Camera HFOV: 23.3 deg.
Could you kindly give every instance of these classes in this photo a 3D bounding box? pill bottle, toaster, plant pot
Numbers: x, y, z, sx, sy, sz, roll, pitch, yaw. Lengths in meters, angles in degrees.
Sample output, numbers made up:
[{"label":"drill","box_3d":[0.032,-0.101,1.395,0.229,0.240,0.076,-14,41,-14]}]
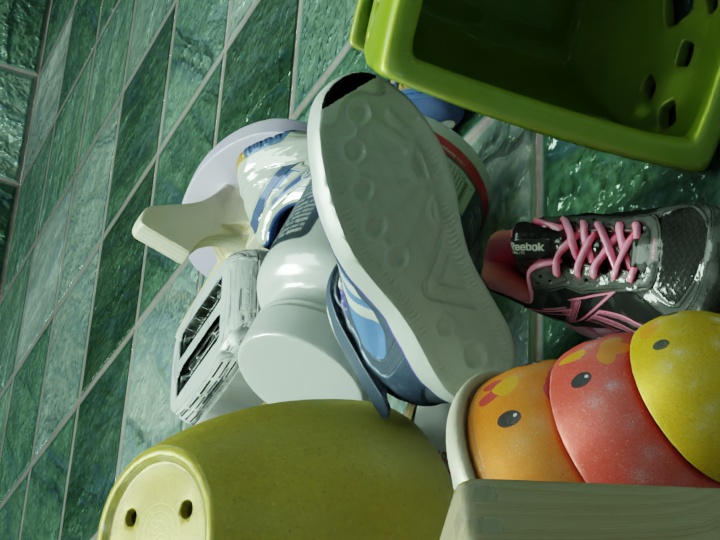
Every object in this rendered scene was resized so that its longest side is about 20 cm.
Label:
[{"label":"pill bottle","box_3d":[0.000,0.000,1.152,0.120,0.119,0.200,-47,11,53]},{"label":"toaster","box_3d":[-0.068,0.067,1.367,0.200,0.129,0.114,129,150,-49]},{"label":"plant pot","box_3d":[-0.062,0.161,0.978,0.200,0.142,0.201,-17,65,42]},{"label":"plant pot","box_3d":[0.106,-0.181,0.985,0.181,0.198,0.201,-141,67,-75]}]

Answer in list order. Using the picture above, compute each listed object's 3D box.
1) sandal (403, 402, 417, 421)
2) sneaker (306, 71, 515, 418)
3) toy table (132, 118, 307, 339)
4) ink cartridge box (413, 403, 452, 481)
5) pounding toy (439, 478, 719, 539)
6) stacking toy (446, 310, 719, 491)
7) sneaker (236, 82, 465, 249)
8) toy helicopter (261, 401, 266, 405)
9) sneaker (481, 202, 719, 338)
[{"label":"sandal","box_3d":[0.013,0.127,1.111,0.069,0.078,0.212,8,61,39]},{"label":"sneaker","box_3d":[0.003,-0.013,0.987,0.201,0.080,0.146,63,159,-14]},{"label":"toy table","box_3d":[-0.094,-0.024,1.471,0.117,0.183,0.200,-71,5,-46]},{"label":"ink cartridge box","box_3d":[0.067,0.158,1.024,0.115,0.068,0.201,179,105,-69]},{"label":"pounding toy","box_3d":[0.131,0.183,0.704,0.143,0.199,0.185,-97,15,-47]},{"label":"stacking toy","box_3d":[0.152,0.066,0.825,0.200,0.146,0.147,-41,35,28]},{"label":"sneaker","box_3d":[0.000,-0.075,1.316,0.199,0.075,0.089,-24,65,28]},{"label":"toy helicopter","box_3d":[-0.044,0.182,1.147,0.079,0.132,0.201,167,93,-68]},{"label":"sneaker","box_3d":[0.130,-0.003,0.932,0.200,0.095,0.079,-14,61,66]}]
